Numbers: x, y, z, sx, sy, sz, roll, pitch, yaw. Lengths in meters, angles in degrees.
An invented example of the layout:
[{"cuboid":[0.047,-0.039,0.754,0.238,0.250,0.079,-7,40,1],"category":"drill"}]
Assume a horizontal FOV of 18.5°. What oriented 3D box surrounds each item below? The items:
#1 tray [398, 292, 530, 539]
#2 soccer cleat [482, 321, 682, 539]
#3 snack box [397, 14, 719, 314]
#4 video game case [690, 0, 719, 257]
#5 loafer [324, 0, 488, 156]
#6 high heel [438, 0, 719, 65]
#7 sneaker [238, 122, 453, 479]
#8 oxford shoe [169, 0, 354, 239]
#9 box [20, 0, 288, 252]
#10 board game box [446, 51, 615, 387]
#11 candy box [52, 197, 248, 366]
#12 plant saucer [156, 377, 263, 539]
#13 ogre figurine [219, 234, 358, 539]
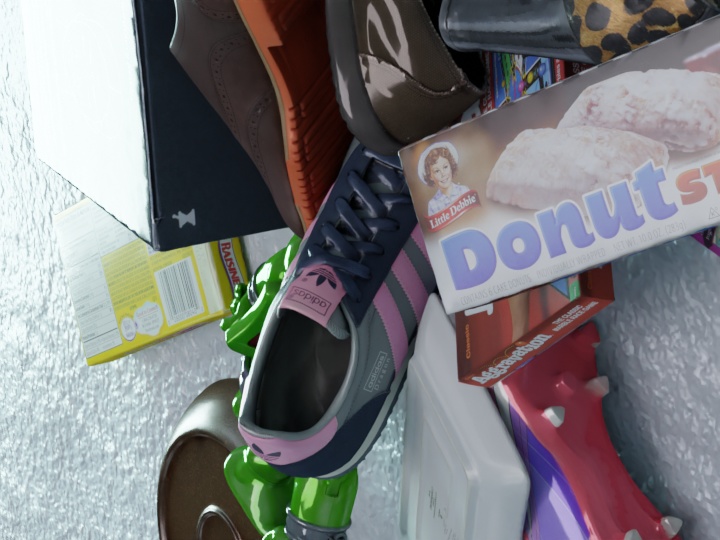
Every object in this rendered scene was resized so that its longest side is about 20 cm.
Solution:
[{"cuboid":[0.043,0.109,1.047,0.200,0.022,0.108,91,156,-54],"category":"tray"},{"cuboid":[0.086,0.086,0.993,0.076,0.067,0.200,-44,67,41],"category":"soccer cleat"},{"cuboid":[0.103,-0.044,0.839,0.200,0.024,0.072,-21,85,40],"category":"snack box"},{"cuboid":[0.193,-0.071,0.802,0.181,0.036,0.201,40,131,46],"category":"video game case"},{"cuboid":[0.020,-0.155,0.978,0.071,0.073,0.201,-12,89,29],"category":"loafer"},{"cuboid":[0.104,-0.179,0.881,0.142,0.071,0.201,12,94,49],"category":"high heel"},{"cuboid":[0.000,0.000,1.010,0.070,0.082,0.201,17,89,22],"category":"sneaker"},{"cuboid":[-0.044,-0.095,1.039,0.072,0.071,0.200,11,134,29],"category":"oxford shoe"},{"cuboid":[-0.098,-0.113,1.151,0.200,0.107,0.149,-145,49,-60],"category":"box"},{"cuboid":[0.069,-0.060,0.957,0.103,0.019,0.201,137,137,-55],"category":"board game box"},{"cuboid":[-0.130,-0.007,1.347,0.200,0.026,0.103,-20,80,58],"category":"candy box"},{"cuboid":[-0.071,0.165,1.303,0.200,0.032,0.201,23,118,52],"category":"plant saucer"},{"cuboid":[-0.028,0.056,1.128,0.200,0.098,0.120,-74,9,-48],"category":"ogre figurine"}]
